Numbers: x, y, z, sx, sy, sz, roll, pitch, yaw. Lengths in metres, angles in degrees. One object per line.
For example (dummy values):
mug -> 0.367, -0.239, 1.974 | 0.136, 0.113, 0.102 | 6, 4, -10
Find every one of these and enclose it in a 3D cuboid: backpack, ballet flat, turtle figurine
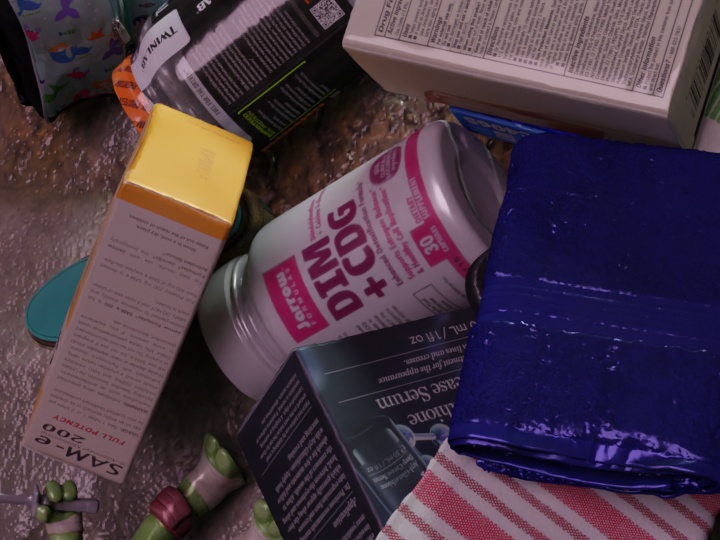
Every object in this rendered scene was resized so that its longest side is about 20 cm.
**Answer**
backpack -> -0.216, -0.227, 1.180 | 0.149, 0.200, 0.179 | -22, 63, -3
ballet flat -> -0.142, 0.006, 1.149 | 0.199, 0.071, 0.071 | -29, 64, 20
turtle figurine -> -0.151, 0.184, 1.039 | 0.193, 0.201, 0.144 | -37, 22, -12

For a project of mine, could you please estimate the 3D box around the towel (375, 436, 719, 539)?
towel -> 0.095, 0.144, 0.873 | 0.146, 0.030, 0.200 | 37, 56, 7

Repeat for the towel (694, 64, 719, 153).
towel -> 0.225, -0.057, 0.947 | 0.152, 0.023, 0.201 | 22, 69, 26

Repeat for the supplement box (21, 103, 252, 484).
supplement box -> -0.141, 0.014, 1.041 | 0.073, 0.126, 0.201 | 21, 115, -8

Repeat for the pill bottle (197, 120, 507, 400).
pill bottle -> 0.000, 0.000, 1.046 | 0.199, 0.113, 0.114 | -30, 63, 25

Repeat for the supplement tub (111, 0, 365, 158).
supplement tub -> -0.066, -0.159, 1.127 | 0.199, 0.122, 0.123 | -36, 63, 12

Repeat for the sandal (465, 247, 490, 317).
sandal -> 0.142, -0.024, 0.990 | 0.199, 0.045, 0.075 | -31, 85, -19

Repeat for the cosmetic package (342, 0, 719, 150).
cosmetic package -> 0.104, -0.141, 0.953 | 0.198, 0.087, 0.104 | 17, 83, 22

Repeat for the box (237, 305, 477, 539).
box -> 0.044, 0.138, 0.946 | 0.201, 0.147, 0.107 | 62, 144, 22

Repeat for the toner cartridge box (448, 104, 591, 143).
toner cartridge box -> 0.134, -0.174, 1.023 | 0.094, 0.043, 0.202 | 17, 82, 25

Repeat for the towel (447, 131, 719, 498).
towel -> 0.136, 0.023, 0.888 | 0.146, 0.050, 0.202 | 9, 61, 11
